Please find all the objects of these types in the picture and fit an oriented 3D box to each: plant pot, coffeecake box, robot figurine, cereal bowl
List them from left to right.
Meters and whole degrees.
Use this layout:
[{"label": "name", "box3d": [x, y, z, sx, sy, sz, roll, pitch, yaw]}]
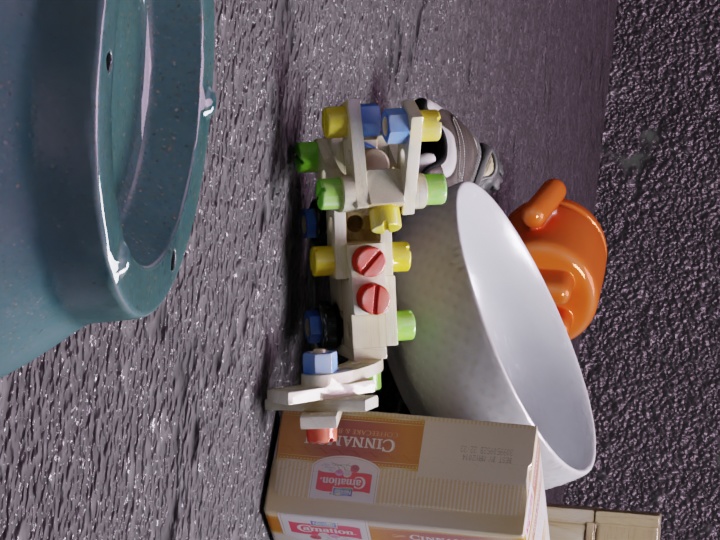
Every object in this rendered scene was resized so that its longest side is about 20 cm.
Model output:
[{"label": "plant pot", "box3d": [-0.112, -0.052, 0.657, 0.200, 0.134, 0.201, 3, 90, -81]}, {"label": "coffeecake box", "box3d": [0.034, 0.161, 1.595, 0.200, 0.153, 0.073, 78, 19, -61]}, {"label": "cereal bowl", "box3d": [0.069, 0.050, 1.647, 0.200, 0.083, 0.200, 58, 18, -30]}, {"label": "robot figurine", "box3d": [0.183, -0.002, 2.583, 0.144, 0.116, 0.200, 51, 23, -13]}]

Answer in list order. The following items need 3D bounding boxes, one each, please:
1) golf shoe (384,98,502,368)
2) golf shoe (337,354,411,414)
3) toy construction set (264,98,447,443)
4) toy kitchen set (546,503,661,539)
[{"label": "golf shoe", "box3d": [0.031, -0.025, 1.769, 0.095, 0.077, 0.201, 51, 41, -40]}, {"label": "golf shoe", "box3d": [0.005, 0.111, 1.701, 0.078, 0.094, 0.200, -47, 135, -11]}, {"label": "toy construction set", "box3d": [0.000, 0.000, 1.512, 0.131, 0.092, 0.201, -162, -97, -74]}, {"label": "toy kitchen set", "box3d": [0.139, 0.278, 2.163, 0.180, 0.199, 0.164, 9, 84, -81]}]
